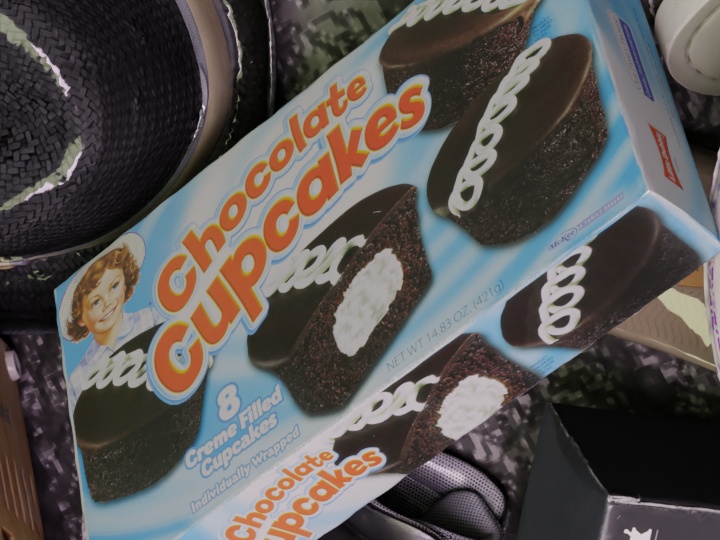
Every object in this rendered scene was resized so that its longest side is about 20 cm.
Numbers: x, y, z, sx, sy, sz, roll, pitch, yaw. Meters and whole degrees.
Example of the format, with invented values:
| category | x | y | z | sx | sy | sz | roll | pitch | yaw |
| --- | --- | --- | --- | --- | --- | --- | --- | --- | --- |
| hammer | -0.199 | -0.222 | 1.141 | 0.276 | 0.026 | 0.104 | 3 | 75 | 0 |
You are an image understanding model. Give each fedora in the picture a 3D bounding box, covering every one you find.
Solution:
| category | x | y | z | sx | sy | sz | roll | pitch | yaw |
| --- | --- | --- | --- | --- | --- | --- | --- | --- | --- |
| fedora | -0.128 | -0.060 | 0.874 | 0.199 | 0.092 | 0.202 | 4 | 104 | 17 |

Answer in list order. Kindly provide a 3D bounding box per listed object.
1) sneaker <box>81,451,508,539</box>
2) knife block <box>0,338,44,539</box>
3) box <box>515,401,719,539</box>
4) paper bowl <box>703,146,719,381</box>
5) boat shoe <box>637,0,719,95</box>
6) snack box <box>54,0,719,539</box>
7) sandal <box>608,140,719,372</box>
| category | x | y | z | sx | sy | sz | roll | pitch | yaw |
| --- | --- | --- | --- | --- | --- | --- | --- | --- | --- |
| sneaker | 0.006 | 0.126 | 0.885 | 0.114 | 0.075 | 0.201 | -32 | 89 | 24 |
| knife block | -0.187 | 0.080 | 0.893 | 0.175 | 0.064 | 0.201 | -15 | 72 | 5 |
| box | 0.105 | 0.150 | 0.833 | 0.140 | 0.079 | 0.201 | 7 | 107 | -15 |
| paper bowl | 0.195 | -0.001 | 0.734 | 0.199 | 0.104 | 0.202 | 0 | 89 | -15 |
| boat shoe | 0.153 | -0.130 | 0.781 | 0.201 | 0.072 | 0.061 | -37 | 52 | 20 |
| snack box | 0.000 | 0.000 | 0.802 | 0.200 | 0.117 | 0.037 | -37 | 133 | 24 |
| sandal | 0.136 | 0.006 | 0.827 | 0.199 | 0.054 | 0.081 | 11 | 106 | 15 |
